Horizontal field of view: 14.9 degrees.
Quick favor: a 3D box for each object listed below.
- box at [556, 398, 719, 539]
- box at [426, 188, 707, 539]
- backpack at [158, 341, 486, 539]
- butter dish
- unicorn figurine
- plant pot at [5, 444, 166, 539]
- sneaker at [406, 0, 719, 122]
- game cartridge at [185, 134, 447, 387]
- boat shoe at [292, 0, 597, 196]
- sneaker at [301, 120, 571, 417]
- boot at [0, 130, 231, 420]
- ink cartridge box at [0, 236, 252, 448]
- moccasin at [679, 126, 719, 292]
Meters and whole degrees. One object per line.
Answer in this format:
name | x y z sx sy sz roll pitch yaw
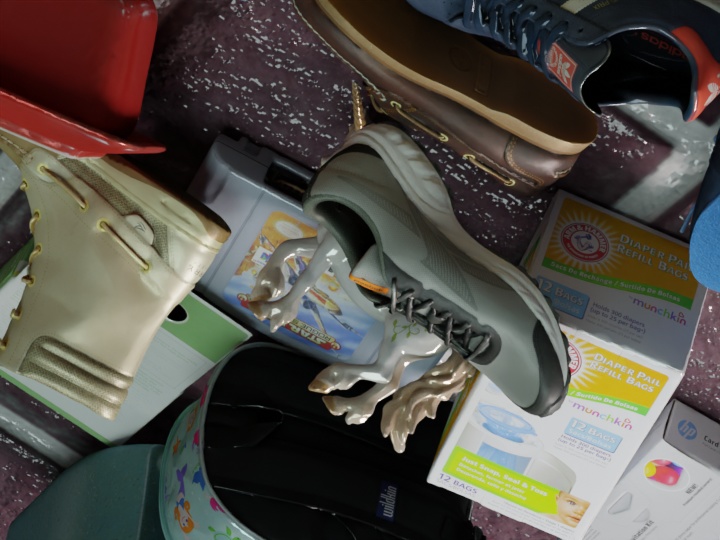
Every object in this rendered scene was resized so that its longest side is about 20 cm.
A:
box | 0.252 0.184 1.846 0.200 0.041 0.156 28 139 -8
box | 0.130 0.062 1.722 0.112 0.102 0.200 23 140 -1
backpack | -0.035 0.148 1.822 0.199 0.178 0.151 23 139 -21
butter dish | -0.191 -0.157 1.612 0.199 0.148 0.199 23 -176 1
unicorn figurine | 0.000 0.000 1.692 0.137 0.074 0.200 -38 101 2
plant pot | -0.136 0.233 1.941 0.195 0.197 0.200 20 137 -17
sneaker | 0.110 -0.134 1.531 0.199 0.085 0.075 13 139 12
game cartridge | -0.027 0.000 1.779 0.199 0.042 0.133 27 135 -5
boat shoe | 0.039 -0.108 1.601 0.200 0.071 0.070 34 135 -13
sneaker | 0.043 0.010 1.599 0.200 0.079 0.074 49 147 6
boot | -0.200 -0.014 1.736 0.200 0.156 0.073 32 -176 10
ink cartridge box | -0.172 0.032 1.870 0.145 0.048 0.200 35 137 -14
moccasin | 0.238 -0.064 1.565 0.080 0.068 0.200 14 141 -2
